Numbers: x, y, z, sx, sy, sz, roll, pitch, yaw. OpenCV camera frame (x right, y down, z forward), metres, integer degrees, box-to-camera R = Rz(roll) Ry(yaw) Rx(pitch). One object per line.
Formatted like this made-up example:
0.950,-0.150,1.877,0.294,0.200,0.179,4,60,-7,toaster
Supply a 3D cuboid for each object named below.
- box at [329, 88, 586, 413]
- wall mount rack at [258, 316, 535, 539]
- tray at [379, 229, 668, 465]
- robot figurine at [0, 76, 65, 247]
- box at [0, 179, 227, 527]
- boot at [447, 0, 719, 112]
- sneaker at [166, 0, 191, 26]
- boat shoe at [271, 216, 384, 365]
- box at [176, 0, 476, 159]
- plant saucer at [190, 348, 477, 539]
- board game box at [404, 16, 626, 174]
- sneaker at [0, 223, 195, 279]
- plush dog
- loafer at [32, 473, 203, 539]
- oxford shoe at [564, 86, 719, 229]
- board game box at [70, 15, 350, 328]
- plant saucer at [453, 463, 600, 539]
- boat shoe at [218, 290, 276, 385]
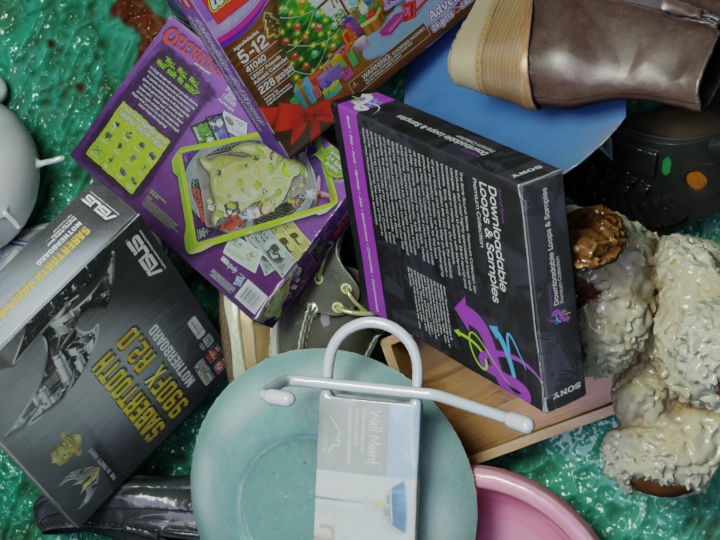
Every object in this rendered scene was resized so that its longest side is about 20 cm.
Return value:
0.056,-0.016,1.265,0.200,0.036,0.144,31,136,54,box
0.024,0.134,1.298,0.173,0.075,0.201,5,101,15,wall mount rack
0.121,0.056,1.390,0.199,0.037,0.099,-22,86,21,tray
-0.308,-0.072,1.500,0.199,0.113,0.170,11,63,19,robot figurine
-0.177,0.057,1.387,0.158,0.200,0.048,-46,57,-13,box
0.156,-0.175,1.298,0.166,0.072,0.201,6,56,25,boot
-0.088,-0.257,1.424,0.070,0.082,0.201,27,102,16,sneaker
-0.003,-0.001,1.398,0.060,0.072,0.203,21,93,63,boat shoe
-0.009,-0.184,1.335,0.200,0.039,0.137,-40,122,-12,box
-0.025,0.152,1.379,0.200,0.039,0.202,4,101,20,plant saucer
0.103,-0.112,1.352,0.157,0.039,0.201,-18,48,27,board game box
-0.211,-0.001,1.483,0.199,0.088,0.076,-21,88,22,sneaker
0.167,0.019,1.277,0.171,0.200,0.161,24,60,0,plush dog
-0.132,0.174,1.473,0.200,0.068,0.071,-5,83,17,loafer
0.206,-0.075,1.338,0.199,0.084,0.073,2,128,36,oxford shoe
-0.091,-0.067,1.404,0.200,0.032,0.120,41,100,31,board game box
0.079,0.221,1.400,0.200,0.051,0.202,4,100,21,plant saucer
-0.054,0.000,1.437,0.076,0.072,0.201,-4,92,9,boat shoe
